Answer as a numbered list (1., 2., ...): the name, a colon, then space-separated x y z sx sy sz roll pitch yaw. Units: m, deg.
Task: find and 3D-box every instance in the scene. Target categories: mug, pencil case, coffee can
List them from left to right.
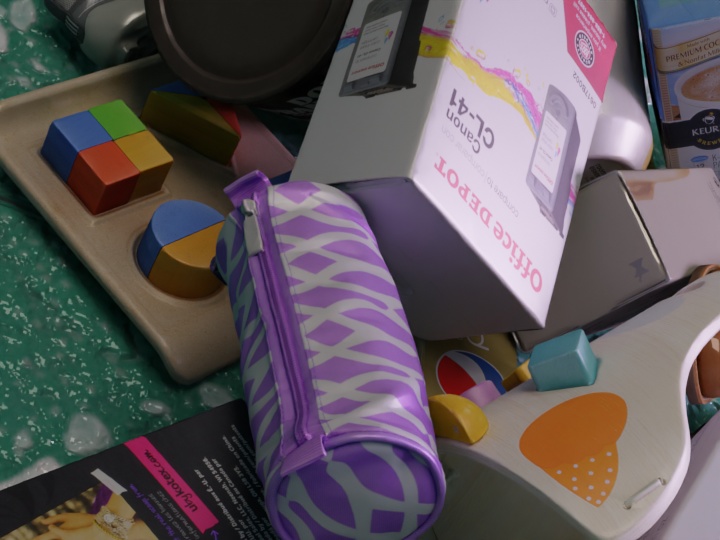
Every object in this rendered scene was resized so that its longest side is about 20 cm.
1. pencil case: -0.018 0.037 0.746 0.086 0.083 0.201 58 8 -40
2. coffee can: -0.017 -0.163 1.018 0.147 0.146 0.199 53 21 22
3. mug: 0.149 -0.116 1.138 0.185 0.150 0.155 2 57 -22

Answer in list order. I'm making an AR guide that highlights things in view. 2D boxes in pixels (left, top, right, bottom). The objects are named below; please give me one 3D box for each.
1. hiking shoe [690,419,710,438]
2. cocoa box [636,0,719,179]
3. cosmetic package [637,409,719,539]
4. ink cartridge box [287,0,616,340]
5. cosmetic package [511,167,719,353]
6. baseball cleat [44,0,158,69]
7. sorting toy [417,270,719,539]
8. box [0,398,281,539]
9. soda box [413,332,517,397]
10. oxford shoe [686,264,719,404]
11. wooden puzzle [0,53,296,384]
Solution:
1. hiking shoe: 0.265 0.099 1.004 0.076 0.101 0.199 56 25 15
2. cocoa box: 0.291 -0.162 1.115 0.198 0.132 0.134 -10 39 10
3. cosmetic package: 0.153 0.191 0.794 0.123 0.201 0.199 38 41 7
4. ink cartridge box: 0.056 -0.085 0.896 0.148 0.085 0.202 45 50 -40
5. cosmetic package: 0.161 -0.010 1.011 0.200 0.105 0.072 -7 70 -64
6. baseball cleat: -0.121 -0.198 1.096 0.106 0.070 0.199 45 41 14
7. sorting toy: 0.112 0.073 0.806 0.180 0.200 0.107 -38 77 -26
8. box: -0.115 0.156 0.717 0.199 0.123 0.106 -18 61 -42
9. soda box: 0.049 0.062 0.953 0.063 0.068 0.201 21 42 -14
10. oxford shoe: 0.232 0.028 0.948 0.071 0.072 0.200 0 13 30
11. wooden puzzle: -0.096 -0.048 0.977 0.184 0.046 0.200 -25 70 -45
